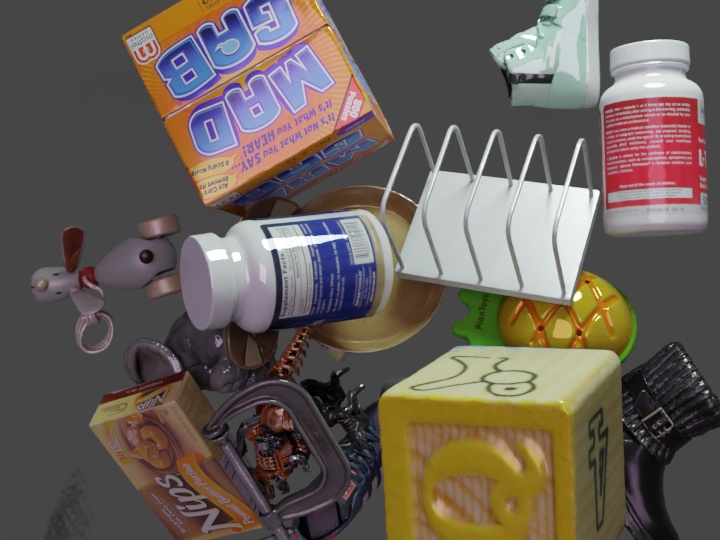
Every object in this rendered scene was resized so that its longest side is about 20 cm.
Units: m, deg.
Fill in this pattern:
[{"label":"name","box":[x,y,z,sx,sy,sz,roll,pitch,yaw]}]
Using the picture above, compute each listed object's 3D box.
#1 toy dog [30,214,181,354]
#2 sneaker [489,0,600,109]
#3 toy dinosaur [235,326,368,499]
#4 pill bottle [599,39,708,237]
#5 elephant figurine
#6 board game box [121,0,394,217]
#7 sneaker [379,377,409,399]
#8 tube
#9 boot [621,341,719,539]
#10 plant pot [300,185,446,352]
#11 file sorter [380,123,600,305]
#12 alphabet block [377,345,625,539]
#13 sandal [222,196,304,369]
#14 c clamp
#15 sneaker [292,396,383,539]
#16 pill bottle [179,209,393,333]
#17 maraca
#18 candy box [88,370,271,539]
[{"label":"toy dog","box":[-0.294,0.002,1.277,0.199,0.096,0.132,-35,83,5]},{"label":"sneaker","box":[0.202,-0.281,1.224,0.117,0.074,0.203,-3,90,2]},{"label":"toy dinosaur","box":[-0.067,0.158,1.188,0.135,0.201,0.103,-2,45,-24]},{"label":"pill bottle","box":[0.316,-0.140,1.186,0.111,0.112,0.202,-2,88,8]},{"label":"elephant figurine","box":[-0.202,0.114,1.252,0.199,0.141,0.156,-21,56,22]},{"label":"board game box","box":[-0.104,-0.197,1.204,0.199,0.200,0.201,-28,84,6]},{"label":"sneaker","box":[0.060,0.223,1.175,0.075,0.116,0.202,-9,112,18]},{"label":"tube","box":[-0.083,0.026,1.274,0.199,0.052,0.058,37,56,11]},{"label":"boot","box":[0.334,0.201,1.189,0.157,0.079,0.212,-28,84,6]},{"label":"plant pot","box":[0.000,0.000,1.244,0.198,0.028,0.202,0,69,0]},{"label":"file sorter","box":[0.136,-0.068,1.159,0.198,0.125,0.140,9,61,24]},{"label":"alphabet block","box":[0.146,0.191,1.076,0.194,0.200,0.198,-2,98,27]},{"label":"sandal","box":[-0.114,0.012,1.198,0.080,0.054,0.202,20,70,-24]},{"label":"c clamp","box":[-0.101,0.210,1.161,0.169,0.027,0.201,-19,115,6]},{"label":"sneaker","box":[-0.009,0.231,1.234,0.075,0.085,0.201,33,92,8]},{"label":"pill bottle","box":[-0.076,0.002,1.121,0.198,0.116,0.117,-7,86,-27]},{"label":"maraca","box":[0.201,0.056,1.198,0.198,0.107,0.138,6,56,14]},{"label":"candy box","box":[-0.196,0.212,1.215,0.115,0.056,0.201,-16,121,22]}]
